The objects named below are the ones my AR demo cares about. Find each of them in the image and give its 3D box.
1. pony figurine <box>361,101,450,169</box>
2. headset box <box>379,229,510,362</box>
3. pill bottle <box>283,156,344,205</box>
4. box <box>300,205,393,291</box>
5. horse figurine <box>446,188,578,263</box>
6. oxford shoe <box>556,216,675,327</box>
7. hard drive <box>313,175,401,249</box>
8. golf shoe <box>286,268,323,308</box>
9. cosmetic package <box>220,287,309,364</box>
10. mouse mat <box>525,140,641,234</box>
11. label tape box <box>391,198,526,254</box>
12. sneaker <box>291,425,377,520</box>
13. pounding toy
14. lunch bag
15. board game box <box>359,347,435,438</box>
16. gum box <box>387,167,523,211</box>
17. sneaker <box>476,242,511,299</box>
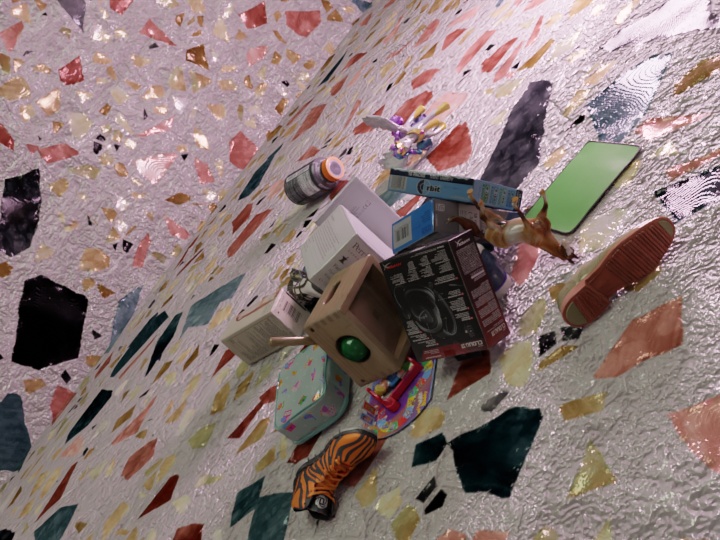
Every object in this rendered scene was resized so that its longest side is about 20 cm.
[{"bbox_3d":[0.117,-0.353,2.056,0.200,0.167,0.193,-41,26,-24],"label":"pony figurine"},{"bbox_3d":[0.138,0.053,1.283,0.149,0.200,0.077,-18,6,43],"label":"headset box"},{"bbox_3d":[-0.135,-0.276,2.414,0.200,0.106,0.106,-22,34,46],"label":"pill bottle"},{"bbox_3d":[0.000,0.000,1.593,0.131,0.199,0.200,-46,21,8],"label":"box"},{"bbox_3d":[0.244,-0.074,1.292,0.200,0.133,0.050,2,49,38],"label":"horse figurine"},{"bbox_3d":[0.355,-0.010,1.139,0.200,0.071,0.074,-43,20,13],"label":"oxford shoe"},{"bbox_3d":[0.017,-0.086,1.702,0.132,0.200,0.025,-48,15,0],"label":"hard drive"},{"bbox_3d":[-0.124,0.056,1.921,0.095,0.078,0.200,-68,22,-2],"label":"golf shoe"},{"bbox_3d":[-0.229,0.136,1.922,0.200,0.103,0.087,-28,28,36],"label":"cosmetic package"},{"bbox_3d":[0.382,-0.148,1.395,0.200,0.008,0.161,-49,23,-3],"label":"mouse mat"},{"bbox_3d":[0.177,-0.065,1.428,0.144,0.200,0.063,-29,58,59],"label":"label tape box"},{"bbox_3d":[-0.042,0.341,1.303,0.200,0.078,0.112,-46,24,35],"label":"sneaker"},{"bbox_3d":[-0.021,0.100,1.409,0.142,0.184,0.200,-29,21,39],"label":"pounding toy"},{"bbox_3d":[-0.096,0.233,1.555,0.160,0.077,0.200,-41,23,21],"label":"lunch bag"},{"bbox_3d":[0.057,0.194,1.384,0.158,0.039,0.200,-32,28,34],"label":"board game box"},{"bbox_3d":[0.174,-0.145,1.445,0.170,0.200,0.045,13,97,34],"label":"gum box"},{"bbox_3d":[0.149,0.003,1.388,0.200,0.146,0.081,-21,35,48],"label":"sneaker"}]
